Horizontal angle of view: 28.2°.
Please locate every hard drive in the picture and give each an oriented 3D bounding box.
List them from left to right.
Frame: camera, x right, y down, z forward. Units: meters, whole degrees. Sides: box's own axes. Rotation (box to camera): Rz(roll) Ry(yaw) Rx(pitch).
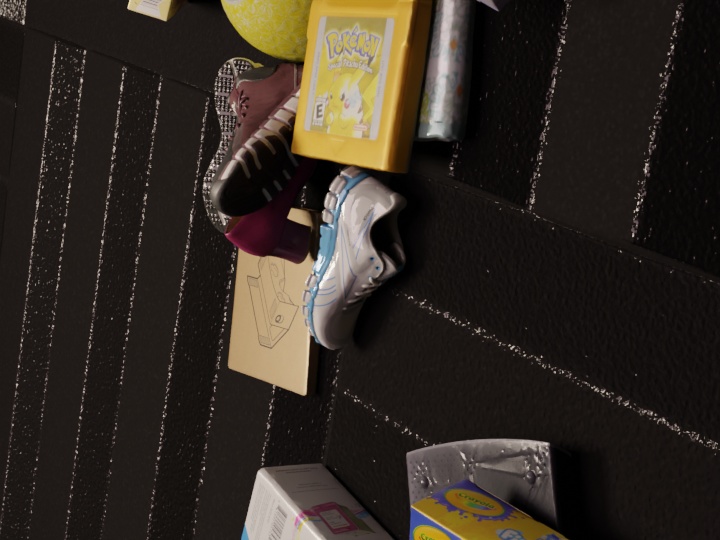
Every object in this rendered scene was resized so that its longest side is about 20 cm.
[{"bbox_3d":[0.118,0.217,1.275,0.200,0.042,0.135,-15,78,53],"label":"hard drive"}]

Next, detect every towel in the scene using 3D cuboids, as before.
[{"bbox_3d":[0.039,-0.210,1.393,0.200,0.048,0.172,8,96,55],"label":"towel"}]

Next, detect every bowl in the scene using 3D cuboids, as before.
[{"bbox_3d":[-0.103,-0.330,1.548,0.200,0.108,0.201,-3,86,56],"label":"bowl"}]

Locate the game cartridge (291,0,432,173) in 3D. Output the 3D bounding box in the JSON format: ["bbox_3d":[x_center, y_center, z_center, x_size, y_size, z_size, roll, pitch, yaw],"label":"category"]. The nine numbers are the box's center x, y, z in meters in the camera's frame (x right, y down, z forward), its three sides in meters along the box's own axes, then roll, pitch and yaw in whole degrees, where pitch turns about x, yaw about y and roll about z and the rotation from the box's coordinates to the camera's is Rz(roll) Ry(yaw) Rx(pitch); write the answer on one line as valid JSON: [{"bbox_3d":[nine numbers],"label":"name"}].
[{"bbox_3d":[0.000,-0.202,1.384,0.176,0.032,0.200,16,101,54],"label":"game cartridge"}]

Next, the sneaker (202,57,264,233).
[{"bbox_3d":[-0.124,-0.137,1.610,0.074,0.080,0.200,13,102,21],"label":"sneaker"}]

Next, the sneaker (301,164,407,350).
[{"bbox_3d":[0.000,0.000,1.431,0.087,0.075,0.200,27,122,28],"label":"sneaker"}]

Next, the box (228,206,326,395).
[{"bbox_3d":[-0.092,0.025,1.600,0.163,0.021,0.200,13,99,54],"label":"box"}]

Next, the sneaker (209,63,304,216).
[{"bbox_3d":[-0.114,-0.144,1.501,0.115,0.200,0.076,22,151,36],"label":"sneaker"}]

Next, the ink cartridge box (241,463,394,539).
[{"bbox_3d":[-0.040,0.312,1.465,0.200,0.085,0.145,40,122,50],"label":"ink cartridge box"}]

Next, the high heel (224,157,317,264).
[{"bbox_3d":[-0.098,-0.107,1.526,0.067,0.096,0.200,-32,51,41],"label":"high heel"}]

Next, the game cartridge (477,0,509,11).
[{"bbox_3d":[0.104,-0.312,1.261,0.130,0.038,0.200,-44,43,-3],"label":"game cartridge"}]

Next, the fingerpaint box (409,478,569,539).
[{"bbox_3d":[0.128,0.292,1.175,0.200,0.073,0.167,26,123,42],"label":"fingerpaint box"}]

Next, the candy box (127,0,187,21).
[{"bbox_3d":[-0.220,-0.412,1.719,0.115,0.055,0.200,-77,5,-67],"label":"candy box"}]
